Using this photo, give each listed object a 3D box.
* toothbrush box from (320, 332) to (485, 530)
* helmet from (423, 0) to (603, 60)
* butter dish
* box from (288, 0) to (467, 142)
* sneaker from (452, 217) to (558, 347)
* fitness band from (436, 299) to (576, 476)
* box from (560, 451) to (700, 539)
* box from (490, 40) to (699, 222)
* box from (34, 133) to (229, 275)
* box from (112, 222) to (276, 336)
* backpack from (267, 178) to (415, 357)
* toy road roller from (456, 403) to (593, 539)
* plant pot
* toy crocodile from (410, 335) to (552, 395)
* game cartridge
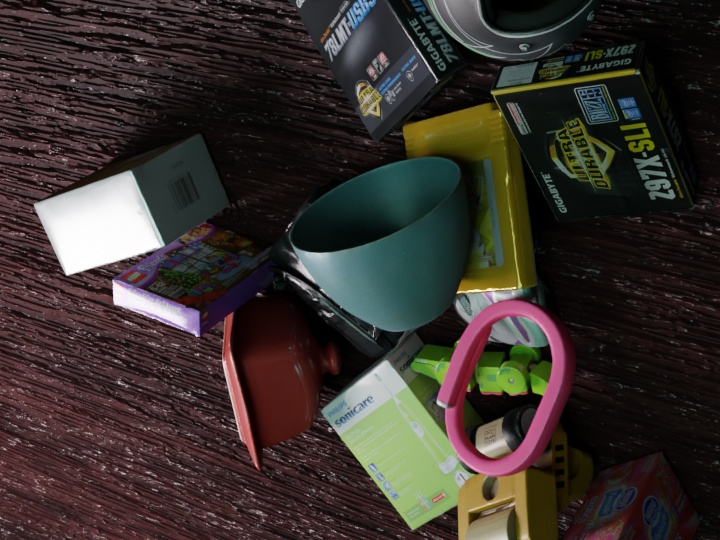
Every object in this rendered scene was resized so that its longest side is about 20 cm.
[{"bbox_3d":[0.069,0.208,1.543,0.201,0.086,0.145,50,128,0],"label":"toothbrush box"},{"bbox_3d":[0.146,-0.304,1.179,0.198,0.202,0.191,-18,129,37],"label":"helmet"},{"bbox_3d":[-0.097,0.124,1.571,0.145,0.200,0.203,-8,119,1],"label":"butter dish"},{"bbox_3d":[0.011,-0.264,1.312,0.200,0.049,0.200,57,157,0],"label":"box"},{"bbox_3d":[0.141,0.002,1.402,0.138,0.078,0.203,-6,109,33],"label":"sneaker"},{"bbox_3d":[0.163,0.131,1.349,0.143,0.037,0.203,28,102,37],"label":"fitness band"},{"bbox_3d":[0.304,0.308,1.368,0.095,0.200,0.101,-27,97,37],"label":"box"},{"bbox_3d":[0.245,-0.137,1.235,0.157,0.050,0.201,-5,138,32],"label":"box"},{"bbox_3d":[-0.303,-0.088,1.592,0.198,0.152,0.108,-13,107,35],"label":"box"},{"bbox_3d":[-0.204,0.007,1.544,0.135,0.200,0.040,17,121,23],"label":"box"},{"bbox_3d":[0.000,0.000,1.461,0.200,0.126,0.167,45,140,6],"label":"backpack"},{"bbox_3d":[0.203,0.265,1.422,0.144,0.203,0.122,21,147,-29],"label":"toy road roller"},{"bbox_3d":[0.037,-0.015,1.305,0.197,0.200,0.136,-6,119,34],"label":"plant pot"},{"bbox_3d":[0.155,0.123,1.454,0.197,0.068,0.063,4,119,26],"label":"toy crocodile"},{"bbox_3d":[0.118,-0.076,1.340,0.175,0.032,0.204,-7,93,55],"label":"game cartridge"}]
